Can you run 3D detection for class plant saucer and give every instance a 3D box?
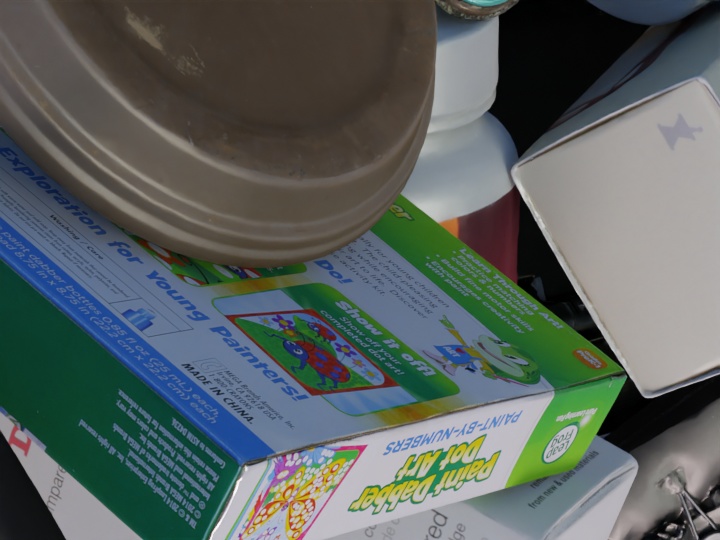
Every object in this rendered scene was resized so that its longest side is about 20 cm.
[{"bbox_3d":[-0.049,-0.097,0.866,0.200,0.029,0.200,24,51,-33],"label":"plant saucer"}]

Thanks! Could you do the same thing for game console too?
[{"bbox_3d":[0.102,-0.016,1.190,0.200,0.116,0.176,-13,147,-35],"label":"game console"}]

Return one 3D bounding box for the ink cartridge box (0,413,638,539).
[{"bbox_3d":[-0.030,0.086,0.973,0.086,0.200,0.148,-33,147,-58],"label":"ink cartridge box"}]

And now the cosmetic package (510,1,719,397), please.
[{"bbox_3d":[0.146,-0.048,1.070,0.104,0.087,0.200,60,33,-8],"label":"cosmetic package"}]

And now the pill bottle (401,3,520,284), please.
[{"bbox_3d":[0.000,0.000,1.045,0.114,0.114,0.200,-17,119,-34],"label":"pill bottle"}]

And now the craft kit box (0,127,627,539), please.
[{"bbox_3d":[-0.050,0.001,0.876,0.197,0.200,0.049,-12,134,-52],"label":"craft kit box"}]

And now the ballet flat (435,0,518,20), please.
[{"bbox_3d":[0.036,-0.187,1.002,0.068,0.075,0.201,0,97,-27],"label":"ballet flat"}]

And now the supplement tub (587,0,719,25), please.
[{"bbox_3d":[0.157,-0.190,1.082,0.200,0.132,0.132,-33,127,-26],"label":"supplement tub"}]

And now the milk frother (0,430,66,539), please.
[{"bbox_3d":[-0.183,0.125,0.794,0.200,0.180,0.188,-61,140,-42],"label":"milk frother"}]

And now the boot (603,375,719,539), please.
[{"bbox_3d":[0.128,0.132,1.211,0.200,0.066,0.165,-36,129,-4],"label":"boot"}]
